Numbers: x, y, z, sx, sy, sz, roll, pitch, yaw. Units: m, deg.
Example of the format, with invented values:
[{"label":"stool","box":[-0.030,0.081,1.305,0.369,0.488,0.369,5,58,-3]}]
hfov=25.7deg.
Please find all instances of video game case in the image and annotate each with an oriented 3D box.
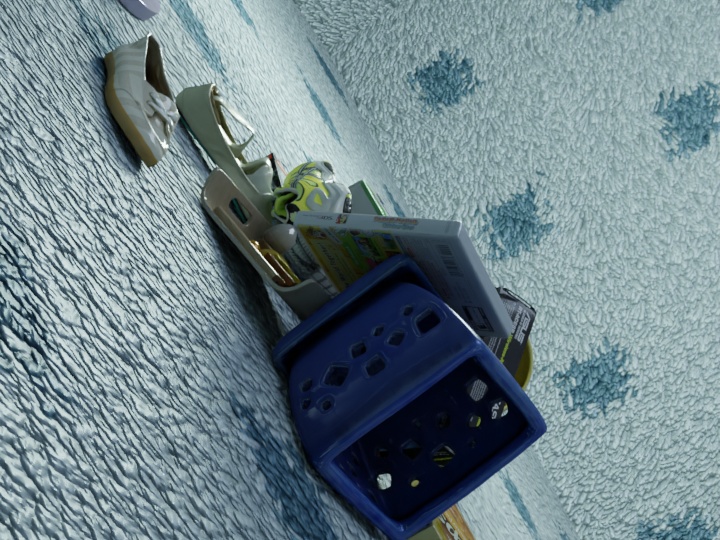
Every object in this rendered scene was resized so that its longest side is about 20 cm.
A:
[{"label":"video game case","box":[0.047,0.005,1.627,0.200,0.181,0.023,58,44,-52]}]

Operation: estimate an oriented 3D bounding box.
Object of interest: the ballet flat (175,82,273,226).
[{"label":"ballet flat","box":[-0.139,-0.127,1.808,0.201,0.069,0.070,58,7,-16]}]

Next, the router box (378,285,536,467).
[{"label":"router box","box":[0.098,0.124,1.736,0.062,0.149,0.201,34,63,-26]}]

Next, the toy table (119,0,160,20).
[{"label":"toy table","box":[-0.248,-0.386,1.892,0.184,0.117,0.200,59,8,-9]}]

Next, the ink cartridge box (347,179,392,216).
[{"label":"ink cartridge box","box":[0.013,-0.036,2.123,0.146,0.087,0.200,59,3,3]}]

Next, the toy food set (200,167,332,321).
[{"label":"toy food set","box":[-0.078,-0.012,1.661,0.200,0.060,0.144,47,-2,36]}]

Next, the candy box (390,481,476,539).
[{"label":"candy box","box":[0.084,0.298,1.690,0.116,0.055,0.200,59,7,-8]}]

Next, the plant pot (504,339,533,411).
[{"label":"plant pot","box":[0.127,0.142,2.217,0.201,0.199,0.142,62,-23,20]}]

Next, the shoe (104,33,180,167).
[{"label":"shoe","box":[-0.210,-0.170,1.528,0.070,0.053,0.200,54,9,-37]}]

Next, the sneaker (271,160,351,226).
[{"label":"sneaker","box":[-0.067,-0.087,1.821,0.200,0.076,0.076,-143,-123,-71]}]

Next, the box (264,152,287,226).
[{"label":"box","box":[-0.071,-0.042,2.053,0.200,0.040,0.137,56,7,-28]}]

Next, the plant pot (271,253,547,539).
[{"label":"plant pot","box":[0.037,0.116,1.568,0.200,0.200,0.180,51,4,-48]}]

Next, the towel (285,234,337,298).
[{"label":"towel","box":[0.000,0.000,1.899,0.165,0.086,0.200,37,5,-21]}]
